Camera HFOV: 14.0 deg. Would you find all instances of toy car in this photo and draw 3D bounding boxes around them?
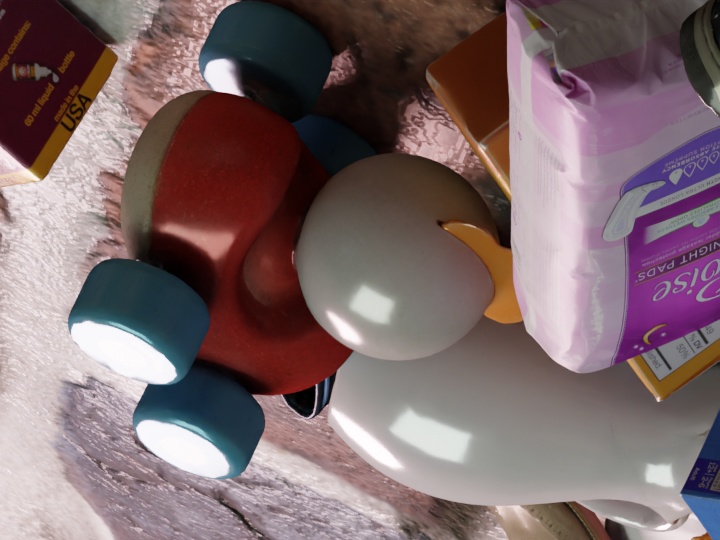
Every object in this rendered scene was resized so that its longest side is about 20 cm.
[{"bbox_3d":[0.000,0.000,1.374,0.200,0.185,0.177,12,151,25],"label":"toy car"}]

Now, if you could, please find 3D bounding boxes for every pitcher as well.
[{"bbox_3d":[0.087,0.077,1.513,0.200,0.121,0.172,16,152,3],"label":"pitcher"}]

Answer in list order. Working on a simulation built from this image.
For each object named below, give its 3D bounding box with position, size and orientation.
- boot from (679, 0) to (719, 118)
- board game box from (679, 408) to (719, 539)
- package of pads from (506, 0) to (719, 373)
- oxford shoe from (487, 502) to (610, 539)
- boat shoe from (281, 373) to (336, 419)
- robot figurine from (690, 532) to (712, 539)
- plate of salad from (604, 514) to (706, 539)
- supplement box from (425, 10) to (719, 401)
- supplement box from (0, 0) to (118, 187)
[{"bbox_3d":[0.237,-0.096,1.060,0.203,0.074,0.154,12,140,-25],"label":"boot"},{"bbox_3d":[0.216,0.054,1.229,0.045,0.200,0.152,6,148,37],"label":"board game box"},{"bbox_3d":[0.121,-0.051,1.190,0.200,0.120,0.076,85,160,-54],"label":"package of pads"},{"bbox_3d":[0.110,0.174,1.659,0.200,0.075,0.070,49,168,19],"label":"oxford shoe"},{"bbox_3d":[-0.038,0.012,1.570,0.084,0.069,0.200,10,150,34],"label":"boat shoe"},{"bbox_3d":[0.212,0.135,1.443,0.058,0.145,0.200,3,148,-10],"label":"robot figurine"},{"bbox_3d":[0.229,0.179,1.637,0.200,0.048,0.200,28,159,12],"label":"plate of salad"},{"bbox_3d":[0.107,-0.030,1.321,0.200,0.069,0.067,55,-179,-43],"label":"supplement box"},{"bbox_3d":[-0.237,-0.132,1.480,0.200,0.086,0.110,42,153,-26],"label":"supplement box"}]
